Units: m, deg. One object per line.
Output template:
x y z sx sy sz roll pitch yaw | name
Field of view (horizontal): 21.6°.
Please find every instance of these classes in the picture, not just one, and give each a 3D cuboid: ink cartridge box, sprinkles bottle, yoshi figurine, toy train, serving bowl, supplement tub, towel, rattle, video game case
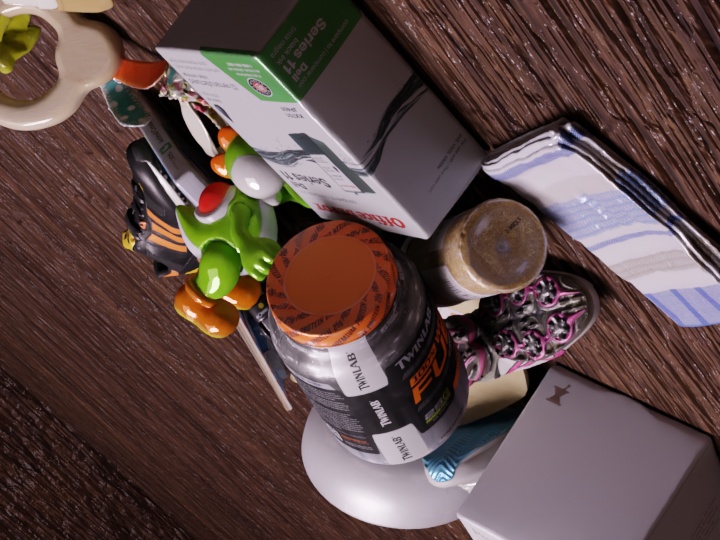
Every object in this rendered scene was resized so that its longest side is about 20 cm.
-0.026 -0.119 1.338 0.200 0.083 0.146 44 162 -31 | ink cartridge box
0.081 -0.010 1.420 0.068 0.068 0.200 37 170 -7 | sprinkles bottle
-0.068 -0.042 1.507 0.111 0.201 0.113 0 -143 -38 | yoshi figurine
-0.084 0.024 1.702 0.046 0.034 0.200 51 -177 -6 | toy train
0.043 0.152 1.815 0.199 0.200 0.066 28 136 25 | serving bowl
0.004 0.054 1.435 0.122 0.123 0.200 26 162 30 | supplement tub
0.180 -0.027 1.290 0.200 0.024 0.147 39 165 -12 | towel
-0.247 -0.177 1.659 0.198 0.131 0.143 5 169 9 | rattle
-0.122 -0.058 1.697 0.200 0.022 0.182 47 -177 -34 | video game case

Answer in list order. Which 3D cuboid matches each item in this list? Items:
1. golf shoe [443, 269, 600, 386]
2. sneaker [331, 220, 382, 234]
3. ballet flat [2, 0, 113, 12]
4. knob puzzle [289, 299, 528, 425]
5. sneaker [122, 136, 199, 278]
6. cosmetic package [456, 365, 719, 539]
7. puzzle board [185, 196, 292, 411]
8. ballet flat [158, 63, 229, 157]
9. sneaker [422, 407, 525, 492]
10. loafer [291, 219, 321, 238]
0.134 0.040 1.514 0.200 0.092 0.073 -27 79 56 | golf shoe
0.000 0.000 1.539 0.080 0.077 0.200 47 151 13 | sneaker
-0.294 -0.253 1.543 0.199 0.063 0.069 33 164 8 | ballet flat
0.056 0.064 1.666 0.218 0.031 0.221 8 130 10 | knob puzzle
-0.198 -0.050 1.834 0.200 0.089 0.070 58 -171 -57 | sneaker
0.216 0.223 1.664 0.167 0.167 0.200 25 160 33 | cosmetic package
-0.112 0.016 1.747 0.151 0.017 0.201 62 -177 -39 | puzzle board
-0.096 -0.110 1.545 0.075 0.064 0.200 14 154 52 | ballet flat
0.122 0.175 1.709 0.076 0.082 0.200 -8 -178 30 | sneaker
0.008 0.024 1.725 0.200 0.073 0.072 53 176 -32 | loafer
